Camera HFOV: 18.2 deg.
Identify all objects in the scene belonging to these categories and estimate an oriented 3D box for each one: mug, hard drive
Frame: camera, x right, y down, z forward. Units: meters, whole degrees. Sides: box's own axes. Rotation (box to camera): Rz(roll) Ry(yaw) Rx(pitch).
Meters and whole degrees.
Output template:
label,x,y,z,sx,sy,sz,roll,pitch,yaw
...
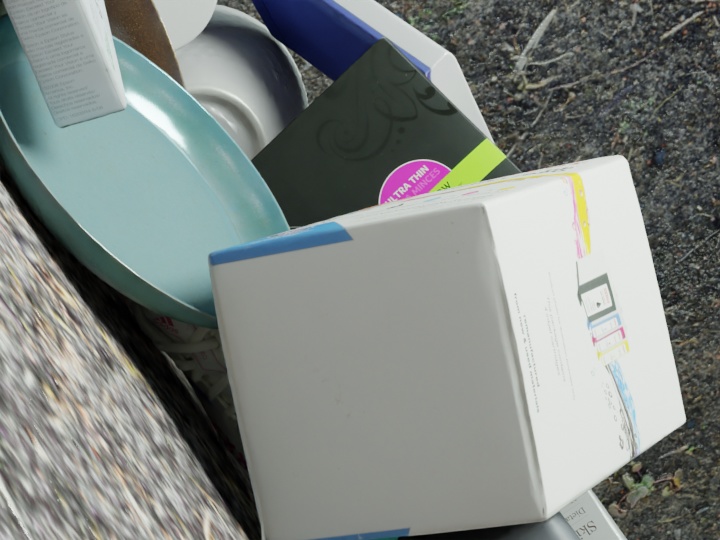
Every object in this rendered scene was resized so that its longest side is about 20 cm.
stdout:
label,x,y,z,sx,sy,sz,roll,pitch,yaw
mug,-0.081,-0.091,1.496,0.175,0.199,0.148,-103,-160,-76
hard drive,-0.003,-0.142,1.418,0.200,0.025,0.132,38,-11,32

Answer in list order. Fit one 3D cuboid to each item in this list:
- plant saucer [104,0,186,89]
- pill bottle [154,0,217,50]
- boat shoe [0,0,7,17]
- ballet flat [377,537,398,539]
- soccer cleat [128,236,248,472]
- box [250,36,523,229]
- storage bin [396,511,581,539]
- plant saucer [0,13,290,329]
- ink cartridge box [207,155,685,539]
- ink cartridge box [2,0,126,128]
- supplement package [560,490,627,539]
label,x,y,z,sx,sy,sz,roll,pitch,yaw
plant saucer,-0.155,-0.115,1.339,0.200,0.032,0.201,50,-27,37
pill bottle,-0.153,-0.206,1.453,0.109,0.109,0.200,56,-1,-28
boat shoe,-0.224,-0.200,1.155,0.070,0.071,0.201,72,4,-74
ballet flat,0.039,0.177,1.470,0.071,0.069,0.200,-80,149,-55
soccer cleat,-0.071,0.045,1.151,0.200,0.070,0.086,53,15,13
box,0.000,0.000,1.278,0.149,0.200,0.124,45,-2,18
storage bin,0.078,0.183,1.092,0.135,0.145,0.200,56,1,-4
plant saucer,-0.111,-0.045,1.097,0.200,0.027,0.200,38,24,-20
ink cartridge box,0.047,0.035,1.082,0.200,0.147,0.145,-19,98,-64
ink cartridge box,-0.165,-0.201,1.042,0.200,0.040,0.200,-108,-178,-46
supplement package,0.127,0.249,1.332,0.200,0.152,0.151,56,1,23
